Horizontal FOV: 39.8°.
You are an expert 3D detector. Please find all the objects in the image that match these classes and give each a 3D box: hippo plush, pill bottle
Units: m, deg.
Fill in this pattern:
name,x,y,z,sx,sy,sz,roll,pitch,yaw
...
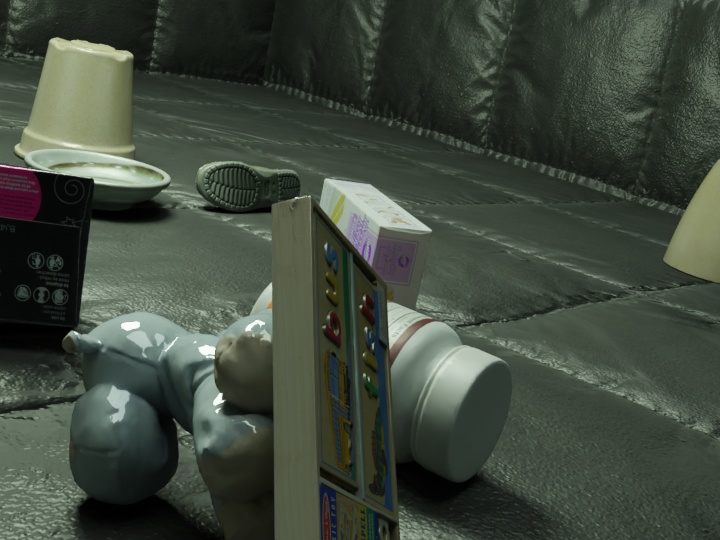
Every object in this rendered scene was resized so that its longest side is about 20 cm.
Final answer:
name,x,y,z,sx,sy,sz,roll,pitch,yaw
hippo plush,-0.108,0.069,0.609,0.158,0.204,0.160,4,-18,8
pill bottle,0.012,0.081,0.783,0.198,0.116,0.113,22,17,32

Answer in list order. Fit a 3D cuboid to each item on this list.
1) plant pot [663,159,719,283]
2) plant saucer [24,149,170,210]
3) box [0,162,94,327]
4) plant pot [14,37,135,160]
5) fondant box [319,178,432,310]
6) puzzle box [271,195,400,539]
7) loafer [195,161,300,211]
name,x,y,z,sx,sy,sz,roll,pitch,yaw
plant pot,0.669,-0.092,1.803,0.184,0.204,0.188,12,14,-3
plant saucer,-0.363,-0.120,1.370,0.196,0.051,0.200,11,14,-3
box,-0.338,-0.029,0.857,0.196,0.135,0.115,7,3,-17
plant pot,-0.443,-0.268,1.594,0.197,0.187,0.201,11,14,-3
fondant box,0.000,0.000,1.017,0.057,0.147,0.200,6,15,-21
puzzle box,-0.012,0.076,0.556,0.025,0.203,0.133,-11,-25,17
loafer,-0.181,-0.128,1.534,0.069,0.077,0.198,9,4,41
